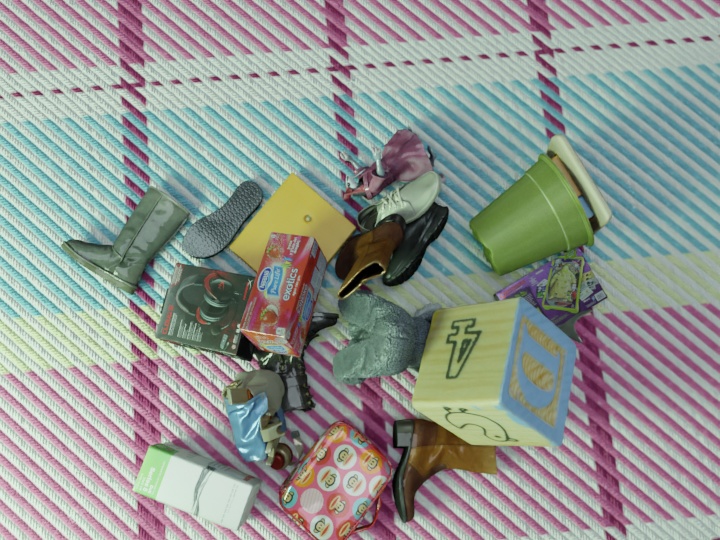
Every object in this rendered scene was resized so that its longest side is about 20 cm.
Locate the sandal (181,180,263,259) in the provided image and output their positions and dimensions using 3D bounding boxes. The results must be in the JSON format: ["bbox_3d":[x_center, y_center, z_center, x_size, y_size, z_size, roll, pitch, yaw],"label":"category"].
[{"bbox_3d":[-0.269,-0.093,1.495,0.200,0.043,0.076,-44,91,-18],"label":"sandal"}]

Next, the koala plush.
[{"bbox_3d":[0.076,0.133,1.404,0.197,0.182,0.181,12,80,-37],"label":"koala plush"}]

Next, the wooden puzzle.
[{"bbox_3d":[0.404,-0.154,1.444,0.037,0.200,0.187,-29,81,1],"label":"wooden puzzle"}]

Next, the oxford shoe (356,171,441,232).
[{"bbox_3d":[0.071,-0.126,1.451,0.198,0.057,0.076,-32,50,26],"label":"oxford shoe"}]

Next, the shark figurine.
[{"bbox_3d":[0.367,0.157,1.436,0.127,0.218,0.089,24,36,31],"label":"shark figurine"}]

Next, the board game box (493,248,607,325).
[{"bbox_3d":[0.377,0.051,1.492,0.197,0.032,0.122,-28,86,-8],"label":"board game box"}]

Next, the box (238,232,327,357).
[{"bbox_3d":[-0.138,0.044,1.382,0.094,0.100,0.204,7,66,18],"label":"box"}]

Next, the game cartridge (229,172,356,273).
[{"bbox_3d":[-0.134,-0.064,1.497,0.176,0.032,0.201,40,83,5],"label":"game cartridge"}]

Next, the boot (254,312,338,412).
[{"bbox_3d":[-0.116,0.180,1.437,0.196,0.069,0.178,-17,82,3],"label":"boot"}]

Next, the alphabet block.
[{"bbox_3d":[0.237,0.184,1.324,0.194,0.198,0.199,36,59,-31],"label":"alphabet block"}]

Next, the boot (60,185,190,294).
[{"bbox_3d":[-0.457,-0.079,1.466,0.180,0.073,0.202,31,86,-10],"label":"boot"}]

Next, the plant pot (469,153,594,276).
[{"bbox_3d":[0.318,-0.087,1.451,0.188,0.200,0.202,-31,81,6],"label":"plant pot"}]

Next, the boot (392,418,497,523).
[{"bbox_3d":[0.160,0.376,1.418,0.195,0.069,0.192,3,72,-9],"label":"boot"}]

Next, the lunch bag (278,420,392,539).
[{"bbox_3d":[-0.036,0.399,1.382,0.176,0.082,0.201,41,80,0],"label":"lunch bag"}]

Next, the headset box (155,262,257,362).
[{"bbox_3d":[-0.287,0.076,1.417,0.196,0.075,0.152,10,77,19],"label":"headset box"}]

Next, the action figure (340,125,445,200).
[{"bbox_3d":[0.048,-0.195,1.506,0.199,0.134,0.150,-37,114,-6],"label":"action figure"}]

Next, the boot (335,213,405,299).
[{"bbox_3d":[0.000,0.000,1.375,0.187,0.201,0.069,-30,109,29],"label":"boot"}]

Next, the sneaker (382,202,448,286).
[{"bbox_3d":[0.094,-0.058,1.489,0.090,0.076,0.201,31,73,14],"label":"sneaker"}]

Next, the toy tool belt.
[{"bbox_3d":[-0.186,0.287,1.353,0.123,0.123,0.204,-14,100,17],"label":"toy tool belt"}]

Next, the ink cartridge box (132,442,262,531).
[{"bbox_3d":[-0.286,0.384,1.346,0.196,0.146,0.085,21,79,3],"label":"ink cartridge box"}]
